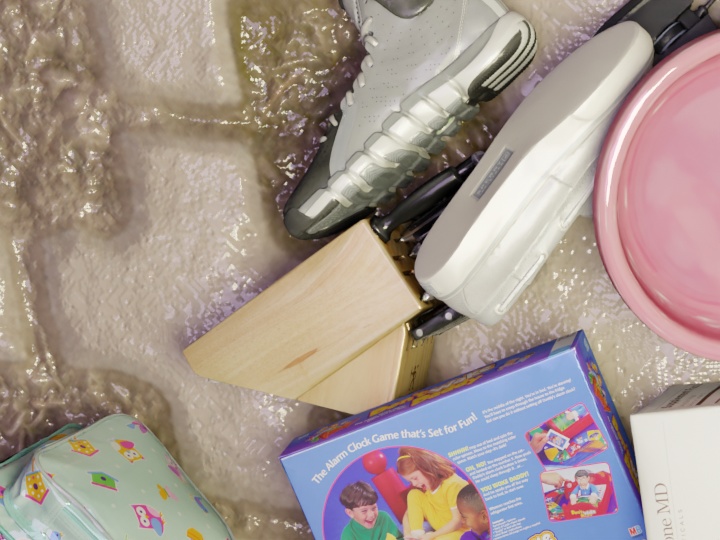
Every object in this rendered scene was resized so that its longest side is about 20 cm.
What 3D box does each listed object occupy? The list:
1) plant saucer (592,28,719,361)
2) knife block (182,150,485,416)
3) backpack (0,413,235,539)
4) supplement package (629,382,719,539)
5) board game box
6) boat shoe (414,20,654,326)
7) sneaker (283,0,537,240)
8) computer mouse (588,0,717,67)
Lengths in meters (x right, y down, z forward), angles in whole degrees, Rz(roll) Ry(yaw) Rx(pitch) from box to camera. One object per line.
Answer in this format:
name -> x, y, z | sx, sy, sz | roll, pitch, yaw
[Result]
plant saucer -> 0.229, -0.048, 1.410 | 0.199, 0.051, 0.202 | -3, 104, -11
knife block -> 0.000, 0.000, 1.525 | 0.199, 0.064, 0.177 | 12, 97, 19
backpack -> -0.166, 0.201, 1.539 | 0.153, 0.176, 0.201 | -38, 85, 22
supplement package -> 0.272, 0.122, 1.406 | 0.199, 0.117, 0.118 | -8, 93, 20
board game box -> 0.068, 0.135, 1.466 | 0.199, 0.045, 0.135 | -21, 98, 16
boat shoe -> 0.117, -0.054, 1.431 | 0.068, 0.072, 0.201 | 37, 89, -23
sneaker -> 0.007, -0.118, 1.517 | 0.200, 0.075, 0.116 | -41, 75, 7
computer mouse -> 0.159, -0.150, 1.467 | 0.200, 0.046, 0.141 | -42, 81, 17
